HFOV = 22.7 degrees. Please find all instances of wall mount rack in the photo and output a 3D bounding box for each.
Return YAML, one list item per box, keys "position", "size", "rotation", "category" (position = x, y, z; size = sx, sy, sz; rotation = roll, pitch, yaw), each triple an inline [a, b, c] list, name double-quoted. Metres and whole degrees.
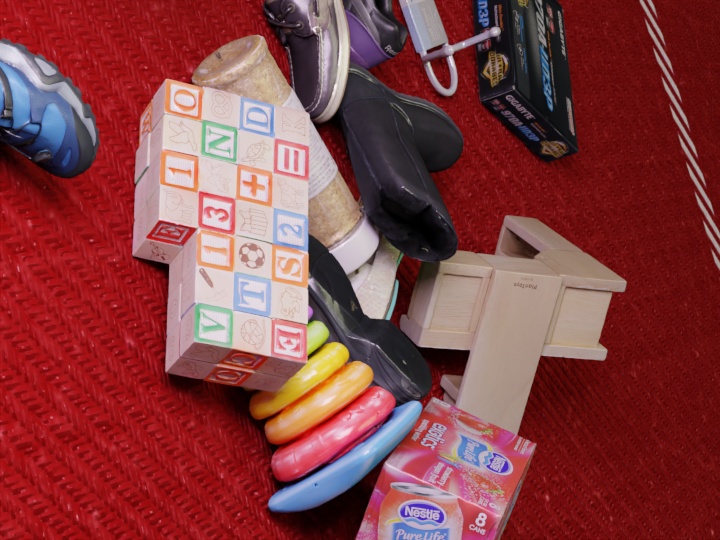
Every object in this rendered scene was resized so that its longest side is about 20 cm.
- position: [0.071, -0.273, 1.775]
  size: [0.174, 0.074, 0.202]
  rotation: [-31, 102, -62]
  category: "wall mount rack"

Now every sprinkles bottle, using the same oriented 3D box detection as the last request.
- position: [-0.058, -0.088, 1.434]
  size: [0.201, 0.068, 0.068]
  rotation: [60, 30, -24]
  category: "sprinkles bottle"

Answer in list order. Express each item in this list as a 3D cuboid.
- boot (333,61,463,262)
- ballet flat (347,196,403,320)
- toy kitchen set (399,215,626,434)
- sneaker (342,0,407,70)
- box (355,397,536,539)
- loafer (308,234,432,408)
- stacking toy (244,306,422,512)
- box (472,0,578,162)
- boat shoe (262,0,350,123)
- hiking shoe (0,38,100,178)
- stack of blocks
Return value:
- position: [0.049, -0.081, 1.540]
  size: [0.164, 0.066, 0.201]
  rotation: [24, 24, -32]
  category: "boot"
- position: [0.000, 0.000, 1.520]
  size: [0.062, 0.068, 0.201]
  rotation: [35, 34, -12]
  category: "ballet flat"
- position: [0.105, 0.048, 1.684]
  size: [0.198, 0.180, 0.165]
  rotation: [6, 108, -27]
  category: "toy kitchen set"
- position: [-0.008, -0.280, 1.617]
  size: [0.076, 0.087, 0.202]
  rotation: [-10, 83, -62]
  category: "sneaker"
- position: [0.067, 0.182, 1.407]
  size: [0.200, 0.099, 0.096]
  rotation: [-37, 149, -73]
  category: "box"
- position: [-0.034, 0.039, 1.406]
  size: [0.200, 0.072, 0.073]
  rotation: [50, 22, 1]
  category: "loafer"
- position: [-0.056, 0.067, 1.340]
  size: [0.201, 0.116, 0.110]
  rotation: [56, 32, -2]
  category: "stacking toy"
- position: [0.181, -0.243, 1.996]
  size: [0.159, 0.046, 0.202]
  rotation: [36, 44, -50]
  category: "box"
- position: [-0.052, -0.227, 1.534]
  size: [0.064, 0.072, 0.203]
  rotation: [4, 82, -36]
  category: "boat shoe"
- position: [-0.247, -0.107, 1.102]
  size: [0.200, 0.074, 0.087]
  rotation: [40, 48, -32]
  category: "hiking shoe"
- position: [-0.099, -0.025, 1.276]
  size: [0.114, 0.059, 0.202]
  rotation: [11, 61, -23]
  category: "stack of blocks"
